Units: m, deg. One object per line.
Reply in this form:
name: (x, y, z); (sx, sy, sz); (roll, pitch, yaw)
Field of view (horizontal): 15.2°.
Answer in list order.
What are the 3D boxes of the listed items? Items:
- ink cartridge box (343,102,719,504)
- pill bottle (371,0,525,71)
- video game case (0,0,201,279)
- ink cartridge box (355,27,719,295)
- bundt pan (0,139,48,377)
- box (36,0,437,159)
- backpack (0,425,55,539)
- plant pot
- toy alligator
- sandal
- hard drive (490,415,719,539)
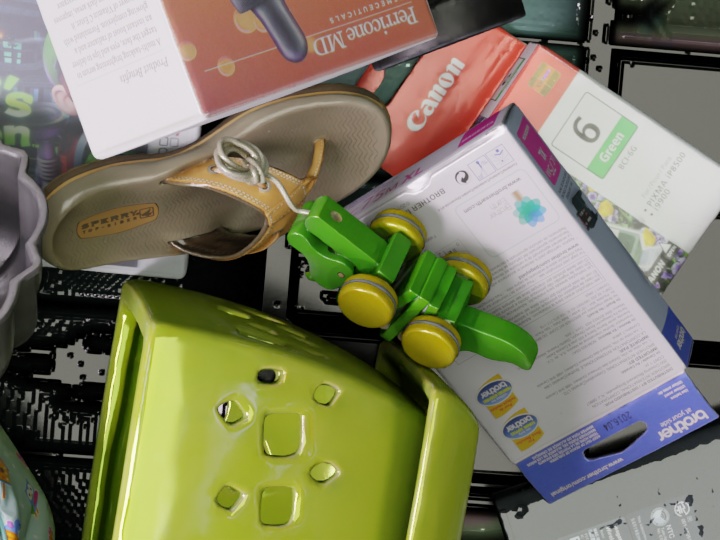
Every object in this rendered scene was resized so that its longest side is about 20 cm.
ink cartridge box: (0.091, 0.021, 1.441); (0.119, 0.042, 0.200); (-31, 104, 26)
pill bottle: (0.012, -0.211, 1.398); (0.112, 0.112, 0.200); (-21, 93, -2)
video game case: (-0.183, -0.080, 1.418); (0.200, 0.023, 0.182); (6, 127, -4)
ink cartridge box: (0.093, -0.061, 1.470); (0.200, 0.050, 0.109); (34, 93, -7)
bundt pan: (-0.250, 0.009, 1.355); (0.202, 0.202, 0.076); (-10, 137, -3)
box: (-0.078, -0.176, 1.307); (0.152, 0.106, 0.200); (-23, 95, -36)
backpack: (-0.238, 0.122, 1.424); (0.127, 0.167, 0.200); (-34, 84, -12)
plant pot: (-0.046, 0.122, 1.410); (0.181, 0.199, 0.200); (10, 95, -10)
toy alligator: (0.000, 0.000, 1.395); (0.200, 0.054, 0.059); (33, 51, -9)
sandal: (-0.074, -0.037, 1.410); (0.200, 0.054, 0.080); (-18, 133, -13)
hard drive: (0.189, 0.160, 1.507); (0.200, 0.033, 0.140); (-18, 96, -2)
